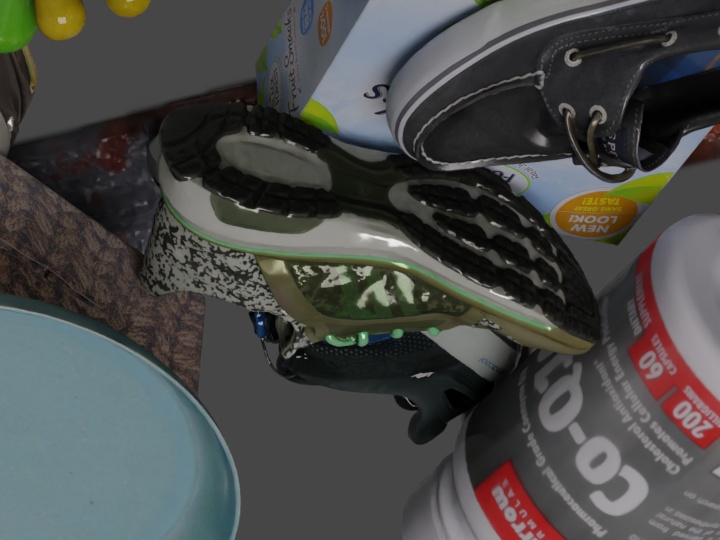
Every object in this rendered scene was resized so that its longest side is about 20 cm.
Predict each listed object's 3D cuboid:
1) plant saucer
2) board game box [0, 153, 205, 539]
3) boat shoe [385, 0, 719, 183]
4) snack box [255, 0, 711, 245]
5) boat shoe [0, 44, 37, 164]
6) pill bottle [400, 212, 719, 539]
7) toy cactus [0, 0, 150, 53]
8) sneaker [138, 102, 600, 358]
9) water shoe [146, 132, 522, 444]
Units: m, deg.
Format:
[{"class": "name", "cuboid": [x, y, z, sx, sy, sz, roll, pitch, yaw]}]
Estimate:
[{"class": "plant saucer", "cuboid": [-0.143, 0.074, 0.997, 0.198, 0.028, 0.201, 1, 135, 1]}, {"class": "board game box", "cuboid": [-0.187, 0.053, 1.064, 0.200, 0.097, 0.159, -35, 124, 30]}, {"class": "boat shoe", "cuboid": [0.104, -0.067, 0.990, 0.199, 0.067, 0.070, -15, 144, 14]}, {"class": "snack box", "cuboid": [0.069, -0.101, 1.056, 0.167, 0.068, 0.200, 10, 145, -19]}, {"class": "boat shoe", "cuboid": [-0.183, -0.126, 1.025, 0.071, 0.060, 0.201, -8, 124, 28]}, {"class": "pill bottle", "cuboid": [0.111, 0.077, 1.140, 0.113, 0.114, 0.200, 25, 130, -25]}, {"class": "toy cactus", "cuboid": [-0.087, -0.162, 0.959, 0.199, 0.103, 0.165, -27, 142, 28]}, {"class": "sneaker", "cuboid": [0.000, 0.000, 1.066, 0.199, 0.077, 0.089, 19, 130, -16]}, {"class": "water shoe", "cuboid": [-0.020, 0.013, 1.139, 0.199, 0.072, 0.079, 31, 109, -27]}]
